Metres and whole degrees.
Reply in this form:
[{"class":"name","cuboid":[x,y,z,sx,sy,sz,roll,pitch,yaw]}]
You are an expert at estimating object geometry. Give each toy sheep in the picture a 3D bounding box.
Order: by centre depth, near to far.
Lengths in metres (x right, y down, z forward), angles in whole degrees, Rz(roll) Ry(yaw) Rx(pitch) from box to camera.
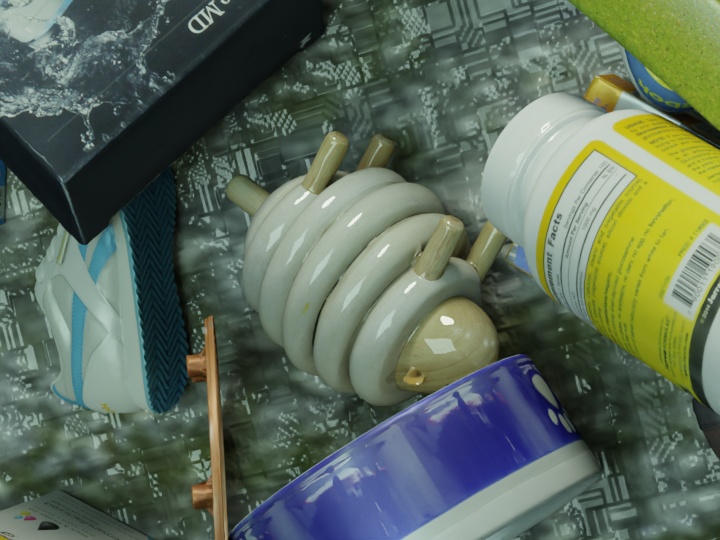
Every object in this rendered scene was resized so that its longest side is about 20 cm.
[{"class":"toy sheep","cuboid":[0.000,0.000,1.318,0.200,0.137,0.138,39,108,30]}]

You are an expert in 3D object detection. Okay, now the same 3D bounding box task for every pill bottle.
[{"class":"pill bottle","cuboid":[0.157,-0.013,1.193,0.200,0.112,0.113,37,109,41]}]

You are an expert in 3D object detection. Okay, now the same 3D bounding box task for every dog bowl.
[{"class":"dog bowl","cuboid":[0.029,0.131,1.276,0.200,0.200,0.079,-35,80,21]}]

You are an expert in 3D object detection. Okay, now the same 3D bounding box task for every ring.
[{"class":"ring","cuboid":[-0.086,0.127,1.329,0.019,0.200,0.202,-4,94,-4]}]

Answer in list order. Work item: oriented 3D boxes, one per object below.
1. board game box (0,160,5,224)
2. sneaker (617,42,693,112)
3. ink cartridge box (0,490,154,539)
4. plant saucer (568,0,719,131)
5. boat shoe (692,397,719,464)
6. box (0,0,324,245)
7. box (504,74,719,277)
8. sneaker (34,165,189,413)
[{"class":"board game box","cuboid":[-0.319,-0.132,1.472,0.198,0.056,0.198,6,98,22]},{"class":"sneaker","cuboid":[0.165,-0.178,1.259,0.073,0.082,0.202,0,72,2]},{"class":"ink cartridge box","cuboid":[-0.191,0.240,1.376,0.146,0.200,0.147,24,103,18]},{"class":"plant saucer","cuboid":[0.222,-0.171,1.191,0.200,0.048,0.200,42,74,10]},{"class":"boat shoe","cuboid":[0.263,0.037,1.215,0.199,0.072,0.065,-35,100,3]},{"class":"box","cuboid":[-0.156,-0.161,1.328,0.197,0.118,0.200,-43,78,-12]},{"class":"box","cuboid":[0.192,-0.010,1.284,0.199,0.041,0.120,31,105,19]},{"class":"sneaker","cuboid":[-0.157,-0.013,1.407,0.080,0.076,0.202,-2,92,24]}]
